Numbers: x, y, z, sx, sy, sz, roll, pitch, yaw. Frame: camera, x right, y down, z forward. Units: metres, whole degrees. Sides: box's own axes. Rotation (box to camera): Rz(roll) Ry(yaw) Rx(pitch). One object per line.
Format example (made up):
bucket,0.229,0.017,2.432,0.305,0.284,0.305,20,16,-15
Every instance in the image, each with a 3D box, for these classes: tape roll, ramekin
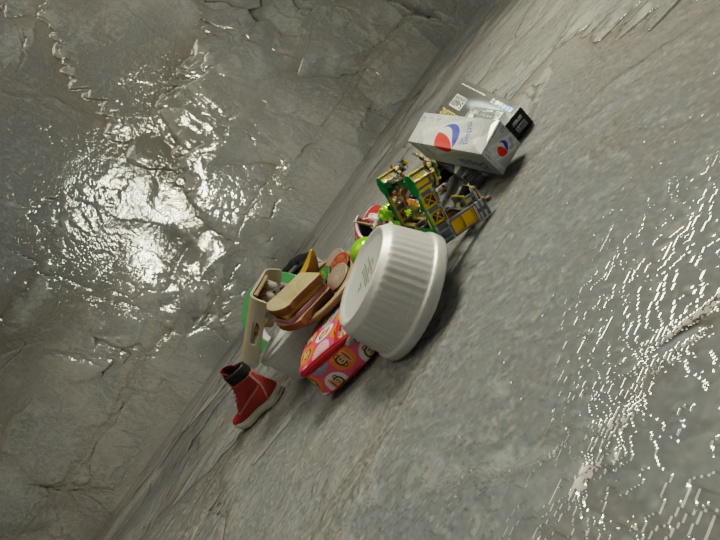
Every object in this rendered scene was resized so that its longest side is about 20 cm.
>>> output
tape roll,-0.190,0.106,1.367,0.201,0.200,0.048,-52,-17,4
ramekin,-0.121,0.141,1.211,0.203,0.094,0.203,-50,13,15
ramekin,0.040,0.024,0.833,0.202,0.094,0.204,-159,90,-78

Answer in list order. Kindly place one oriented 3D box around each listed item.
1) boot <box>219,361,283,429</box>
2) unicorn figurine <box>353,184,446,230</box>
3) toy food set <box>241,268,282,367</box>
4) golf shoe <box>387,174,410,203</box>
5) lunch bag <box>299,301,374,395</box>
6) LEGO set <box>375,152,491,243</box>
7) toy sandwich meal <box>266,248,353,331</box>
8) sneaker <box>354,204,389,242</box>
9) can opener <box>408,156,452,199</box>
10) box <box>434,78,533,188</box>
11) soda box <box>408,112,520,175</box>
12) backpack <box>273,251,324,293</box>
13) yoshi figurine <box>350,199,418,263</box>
boot,-0.290,0.295,1.341,0.200,0.144,0.073,-46,14,36
unicorn figurine,0.104,-0.132,1.207,0.199,0.074,0.137,-25,-10,-46
toy food set,-0.200,0.095,1.189,0.200,0.060,0.145,-82,3,-72
golf shoe,0.103,-0.170,1.339,0.200,0.075,0.092,92,-160,-86
lunch bag,-0.016,0.107,0.988,0.176,0.082,0.200,-42,14,26
LEGO set,0.123,-0.128,0.915,0.115,0.154,0.200,-33,8,-11
toy sandwich meal,-0.095,0.027,1.071,0.205,0.070,0.206,-37,25,20
sneaker,0.029,-0.110,1.301,0.113,0.071,0.201,92,-171,-48
can opener,0.154,-0.199,1.159,0.078,0.064,0.200,-13,25,44
box,0.205,-0.261,1.060,0.158,0.050,0.200,-50,37,12
soda box,0.174,-0.223,0.972,0.200,0.068,0.064,30,89,53
backpack,-0.150,0.054,1.482,0.191,0.153,0.200,-58,12,19
yoshi figurine,0.047,-0.058,1.054,0.112,0.113,0.200,-29,13,41
